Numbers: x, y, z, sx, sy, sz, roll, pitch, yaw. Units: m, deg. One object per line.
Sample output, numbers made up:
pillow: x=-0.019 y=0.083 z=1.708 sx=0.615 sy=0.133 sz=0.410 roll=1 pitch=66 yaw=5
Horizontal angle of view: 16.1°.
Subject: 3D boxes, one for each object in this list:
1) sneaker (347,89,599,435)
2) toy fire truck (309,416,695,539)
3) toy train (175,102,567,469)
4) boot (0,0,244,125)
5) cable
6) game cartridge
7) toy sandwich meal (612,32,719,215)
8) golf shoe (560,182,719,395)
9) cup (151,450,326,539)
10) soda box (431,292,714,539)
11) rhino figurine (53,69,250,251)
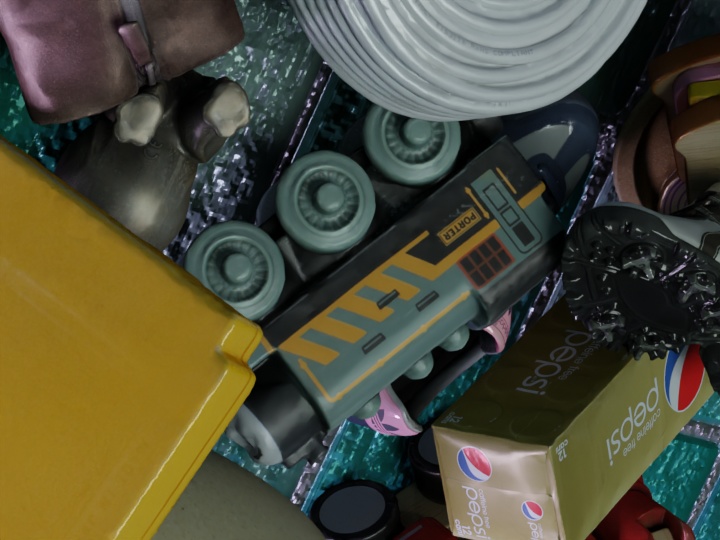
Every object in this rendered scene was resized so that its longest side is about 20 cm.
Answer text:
sneaker: x=0.061 y=0.000 z=1.239 sx=0.200 sy=0.082 sz=0.070 roll=-50 pitch=134 yaw=-5
toy fire truck: x=0.098 y=0.170 z=1.281 sx=0.176 sy=0.200 sz=0.129 roll=-32 pitch=130 yaw=-21
toy train: x=0.000 y=0.000 z=1.161 sx=0.200 sy=0.085 sz=0.114 roll=-38 pitch=90 yaw=-15
boot: x=-0.079 y=-0.169 z=1.026 sx=0.199 sy=0.072 sz=0.167 roll=-28 pitch=118 yaw=-7
cable: x=0.047 y=-0.166 z=1.111 sx=0.200 sy=0.069 sz=0.201 roll=-33 pitch=111 yaw=-29
game cartridge: x=-0.151 y=0.049 z=1.015 sx=0.177 sy=0.200 sz=0.032 roll=-55 pitch=150 yaw=1
toy sandwich meal: x=0.221 y=-0.048 z=1.287 sx=0.204 sy=0.070 sz=0.206 roll=0 pitch=139 yaw=0
golf shoe: x=0.156 y=-0.005 z=1.211 sx=0.078 sy=0.095 sz=0.200 roll=-23 pitch=147 yaw=30
cup: x=-0.119 y=0.141 z=1.077 sx=0.200 sy=0.200 sz=0.143 roll=-45 pitch=143 yaw=-10
soda box: x=0.116 y=0.058 z=1.255 sx=0.200 sy=0.068 sz=0.064 roll=-42 pitch=130 yaw=-45
rhino figurine: x=-0.118 y=-0.005 z=1.095 sx=0.060 sy=0.087 sz=0.200 roll=31 pitch=95 yaw=-15
